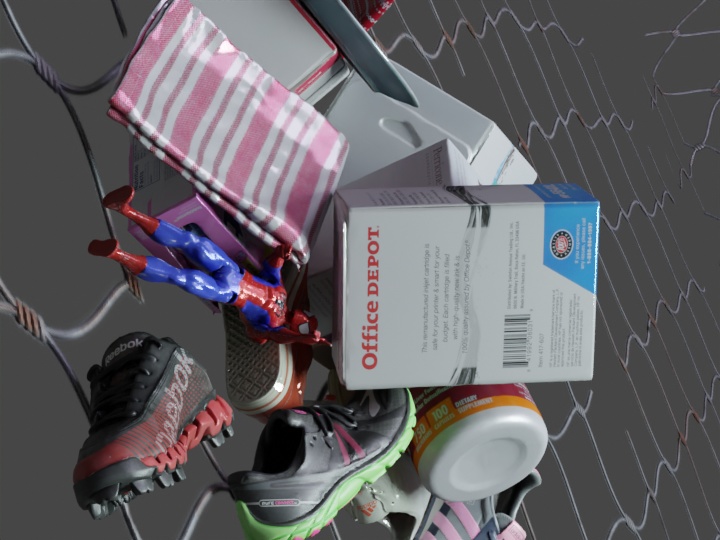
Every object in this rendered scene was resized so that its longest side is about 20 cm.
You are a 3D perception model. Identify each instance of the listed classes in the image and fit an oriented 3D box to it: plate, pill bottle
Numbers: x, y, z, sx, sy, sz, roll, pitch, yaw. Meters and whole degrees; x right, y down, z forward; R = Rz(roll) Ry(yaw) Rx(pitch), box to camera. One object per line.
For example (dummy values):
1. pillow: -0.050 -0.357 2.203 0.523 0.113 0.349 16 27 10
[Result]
1. plate: -0.021 -0.208 1.500 0.200 0.026 0.200 51 2 -3
2. pill bottle: 0.071 0.086 1.514 0.113 0.113 0.200 42 17 -49

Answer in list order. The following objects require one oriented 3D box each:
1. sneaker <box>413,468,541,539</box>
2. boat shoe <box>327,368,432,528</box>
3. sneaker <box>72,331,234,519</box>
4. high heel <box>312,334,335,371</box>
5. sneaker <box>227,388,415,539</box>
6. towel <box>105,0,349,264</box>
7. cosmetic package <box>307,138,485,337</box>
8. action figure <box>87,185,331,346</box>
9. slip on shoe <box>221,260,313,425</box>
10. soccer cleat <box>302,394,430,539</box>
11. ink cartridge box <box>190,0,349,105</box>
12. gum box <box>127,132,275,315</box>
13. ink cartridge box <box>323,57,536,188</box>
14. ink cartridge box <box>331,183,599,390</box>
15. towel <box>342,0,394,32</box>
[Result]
1. sneaker: 0.095 0.240 1.535 0.070 0.082 0.200 53 46 -41
2. boat shoe: 0.038 0.151 1.597 0.200 0.064 0.071 52 23 -35
3. sneaker: -0.147 0.094 1.162 0.098 0.071 0.200 64 17 -5
4. high heel: 0.019 0.074 1.642 0.200 0.067 0.096 34 44 -36
5. sneaker: -0.026 0.129 1.352 0.200 0.077 0.084 -42 106 -46
6. towel: -0.094 -0.110 1.364 0.200 0.030 0.146 39 42 -20
7. cosmetic package: 0.008 -0.022 1.513 0.074 0.200 0.102 49 25 -37
8. action figure: -0.090 0.004 1.309 0.200 0.099 0.065 31 66 -39
9. slip on shoe: -0.070 0.040 1.437 0.061 0.074 0.200 54 27 -45
10. soccer cleat: -0.001 0.165 1.479 0.200 0.069 0.078 40 50 -46
11. ink cartridge box: -0.089 -0.205 1.532 0.145 0.084 0.200 49 2 1
12. gum box: -0.125 -0.073 1.425 0.114 0.066 0.200 48 26 -40
13. ink cartridge box: 0.052 -0.089 1.684 0.147 0.146 0.200 33 0 20
14. ink cartridge box: 0.079 0.010 1.398 0.084 0.200 0.146 -117 -153 -73
15. towel: -0.008 -0.287 1.803 0.022 0.200 0.145 22 38 -31
